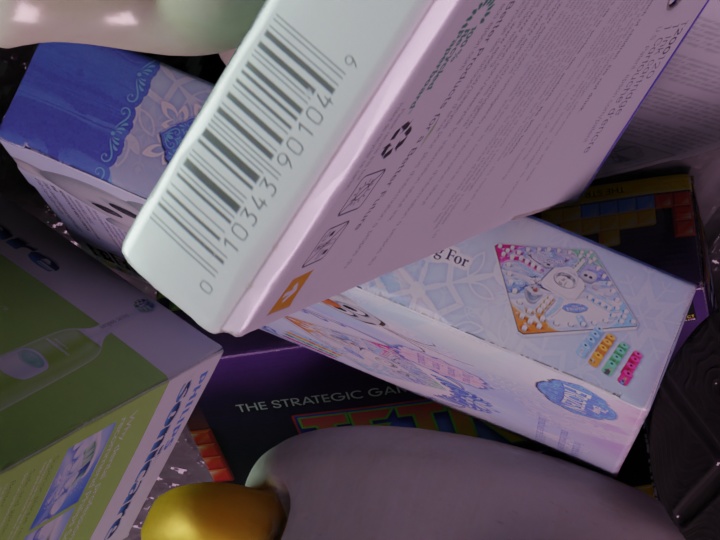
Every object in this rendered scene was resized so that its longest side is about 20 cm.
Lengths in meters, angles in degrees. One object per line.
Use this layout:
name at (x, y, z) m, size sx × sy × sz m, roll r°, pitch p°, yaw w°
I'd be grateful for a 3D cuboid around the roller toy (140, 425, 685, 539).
roller toy at (0.034, 0.136, 0.983) m, size 0.199 × 0.140 × 0.182 m, roll 1°, pitch 156°, yaw 33°

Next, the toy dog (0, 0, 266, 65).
toy dog at (-0.025, -0.119, 0.662) m, size 0.193 × 0.140 × 0.200 m, roll -12°, pitch 179°, yaw 24°

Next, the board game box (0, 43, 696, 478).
board game box at (0.000, 0.000, 0.864) m, size 0.198 × 0.044 × 0.200 m, roll 24°, pitch 172°, yaw 6°

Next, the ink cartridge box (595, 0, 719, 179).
ink cartridge box at (0.074, -0.076, 0.866) m, size 0.200 × 0.047 × 0.160 m, roll -16°, pitch 161°, yaw 42°

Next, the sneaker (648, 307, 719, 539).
sneaker at (0.176, 0.014, 0.845) m, size 0.115 × 0.076 × 0.201 m, roll -11°, pitch 146°, yaw -40°

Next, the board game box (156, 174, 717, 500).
board game box at (0.039, 0.046, 1.043) m, size 0.199 × 0.057 × 0.166 m, roll -8°, pitch 144°, yaw 10°

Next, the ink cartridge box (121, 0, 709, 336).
ink cartridge box at (0.050, -0.086, 0.665) m, size 0.198 × 0.043 × 0.200 m, roll -57°, pitch 163°, yaw 24°

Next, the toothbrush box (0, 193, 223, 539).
toothbrush box at (-0.157, 0.040, 0.855) m, size 0.145 × 0.200 × 0.086 m, roll 33°, pitch 114°, yaw 12°
